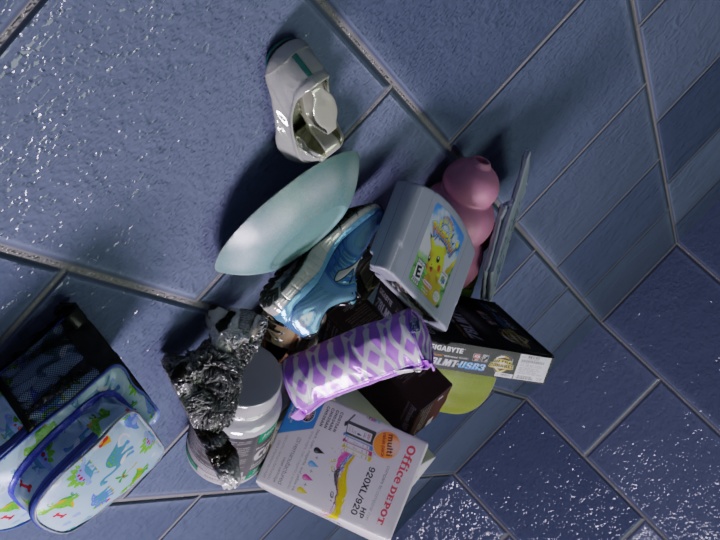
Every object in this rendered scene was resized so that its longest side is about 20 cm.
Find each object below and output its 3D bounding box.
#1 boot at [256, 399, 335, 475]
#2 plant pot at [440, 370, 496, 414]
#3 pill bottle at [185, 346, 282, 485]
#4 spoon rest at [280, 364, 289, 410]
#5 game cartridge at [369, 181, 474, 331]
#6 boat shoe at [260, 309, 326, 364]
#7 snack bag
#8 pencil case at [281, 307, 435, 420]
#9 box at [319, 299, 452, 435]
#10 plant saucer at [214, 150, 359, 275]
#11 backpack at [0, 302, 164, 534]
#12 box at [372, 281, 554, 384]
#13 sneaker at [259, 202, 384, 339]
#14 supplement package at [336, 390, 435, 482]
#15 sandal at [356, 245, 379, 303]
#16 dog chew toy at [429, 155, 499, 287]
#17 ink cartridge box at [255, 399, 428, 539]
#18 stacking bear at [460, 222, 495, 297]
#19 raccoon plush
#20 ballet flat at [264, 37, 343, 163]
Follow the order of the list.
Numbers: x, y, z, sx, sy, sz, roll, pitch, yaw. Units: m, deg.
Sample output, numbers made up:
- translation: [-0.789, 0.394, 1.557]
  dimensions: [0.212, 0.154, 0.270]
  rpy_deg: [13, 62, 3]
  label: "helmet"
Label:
- translation: [-0.112, 0.254, 1.659]
  dimensions: [0.155, 0.072, 0.200]
  rpy_deg: [-47, 175, -25]
  label: "boot"
- translation: [0.096, 0.148, 1.746]
  dimensions: [0.199, 0.187, 0.187]
  rpy_deg: [6, 129, -46]
  label: "plant pot"
- translation: [-0.164, 0.187, 1.365]
  dimensions: [0.113, 0.113, 0.200]
  rpy_deg: [-31, 156, -33]
  label: "pill bottle"
- translation: [-0.149, 0.206, 1.509]
  dimensions: [0.099, 0.061, 0.200]
  rpy_deg: [-26, 152, -47]
  label: "spoon rest"
- translation: [0.082, -0.021, 1.302]
  dimensions: [0.200, 0.040, 0.134]
  rpy_deg: [43, 59, -53]
  label: "game cartridge"
- translation: [-0.093, 0.066, 1.329]
  dimensions: [0.072, 0.076, 0.200]
  rpy_deg: [-34, 156, -22]
  label: "boat shoe"
- translation: [0.211, -0.064, 1.532]
  dimensions: [0.189, 0.021, 0.201]
  rpy_deg: [66, 42, -74]
  label: "snack bag"
- translation: [-0.001, 0.117, 1.313]
  dimensions: [0.199, 0.086, 0.084]
  rpy_deg: [-22, 154, 17]
  label: "pencil case"
- translation: [0.032, 0.139, 1.523]
  dimensions: [0.075, 0.200, 0.100]
  rpy_deg: [-36, 159, -31]
  label: "box"
- translation: [-0.068, -0.050, 1.139]
  dimensions: [0.201, 0.039, 0.201]
  rpy_deg: [-39, 173, -6]
  label: "plant saucer"
- translation: [-0.300, 0.164, 1.009]
  dimensions: [0.200, 0.147, 0.183]
  rpy_deg: [-37, 157, -13]
  label: "backpack"
- translation: [0.139, 0.085, 1.463]
  dimensions: [0.198, 0.200, 0.050]
  rpy_deg: [13, 107, -21]
  label: "box"
- translation: [-0.032, 0.000, 1.232]
  dimensions: [0.200, 0.090, 0.078]
  rpy_deg: [-49, -159, -27]
  label: "sneaker"
- translation: [0.004, 0.297, 1.779]
  dimensions: [0.117, 0.200, 0.118]
  rpy_deg: [-12, 142, -56]
  label: "supplement package"
- translation: [-0.001, 0.001, 1.416]
  dimensions: [0.080, 0.057, 0.201]
  rpy_deg: [-47, 175, -3]
  label: "sandal"
- translation: [0.128, -0.067, 1.441]
  dimensions: [0.124, 0.124, 0.201]
  rpy_deg: [-19, 140, -50]
  label: "dog chew toy"
- translation: [-0.024, 0.276, 1.470]
  dimensions: [0.145, 0.199, 0.148]
  rpy_deg: [95, 19, -74]
  label: "ink cartridge box"
- translation: [0.134, -0.003, 1.599]
  dimensions: [0.201, 0.121, 0.114]
  rpy_deg: [-62, 163, 17]
  label: "stacking bear"
- translation: [-0.146, 0.139, 1.239]
  dimensions: [0.134, 0.097, 0.201]
  rpy_deg: [-26, 112, -13]
  label: "raccoon plush"
- translation: [-0.048, -0.145, 1.013]
  dimensions: [0.069, 0.069, 0.200]
  rpy_deg: [-40, 160, -11]
  label: "ballet flat"
